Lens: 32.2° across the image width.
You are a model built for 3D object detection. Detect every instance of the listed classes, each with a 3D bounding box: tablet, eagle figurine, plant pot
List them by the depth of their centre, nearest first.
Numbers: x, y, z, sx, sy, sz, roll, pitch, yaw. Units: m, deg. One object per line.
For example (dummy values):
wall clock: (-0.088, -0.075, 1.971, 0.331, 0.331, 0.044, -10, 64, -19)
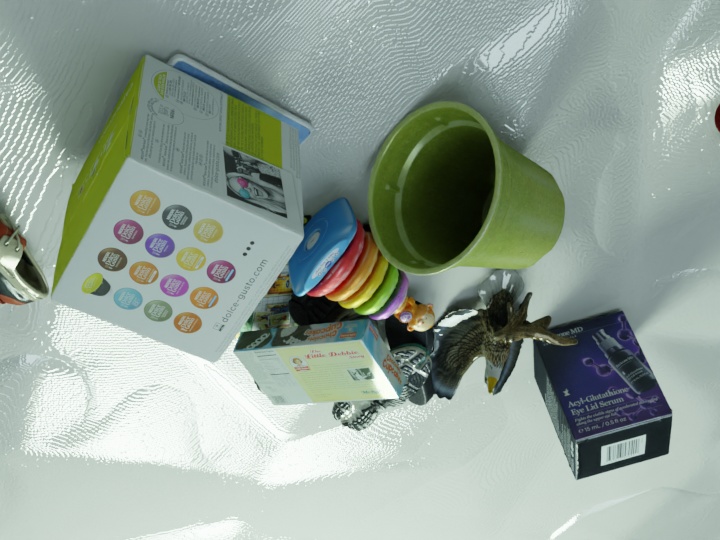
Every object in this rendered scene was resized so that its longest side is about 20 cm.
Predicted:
tablet: (-0.163, -0.158, 1.407, 0.199, 0.014, 0.130, 24, 124, -38)
plant pot: (0.141, -0.081, 1.485, 0.183, 0.202, 0.200, 12, 132, -45)
eagle figurine: (0.181, 0.106, 1.751, 0.152, 0.151, 0.200, 44, 154, -4)

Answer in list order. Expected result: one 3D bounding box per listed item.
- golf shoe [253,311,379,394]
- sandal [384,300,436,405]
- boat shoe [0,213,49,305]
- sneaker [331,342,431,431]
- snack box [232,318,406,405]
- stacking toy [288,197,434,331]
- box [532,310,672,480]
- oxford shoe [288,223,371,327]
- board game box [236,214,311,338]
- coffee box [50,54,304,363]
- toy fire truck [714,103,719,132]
golf shoe: (-0.060, 0.128, 1.690, 0.199, 0.095, 0.078, -33, 138, 19)
sandal: (0.075, 0.107, 1.744, 0.043, 0.076, 0.201, -42, 149, -30)
boat shoe: (-0.407, -0.027, 1.415, 0.062, 0.072, 0.201, 0, 144, 3)
sneaker: (0.027, 0.146, 1.734, 0.077, 0.080, 0.200, 37, 135, -15)
snack box: (-0.053, 0.120, 1.603, 0.198, 0.037, 0.117, -7, 134, 30)
stacking toy: (0.015, 0.018, 1.519, 0.199, 0.110, 0.116, 36, 105, -23)
box: (0.345, 0.178, 1.803, 0.146, 0.201, 0.105, -16, 139, -4)
oxford shoe: (0.000, 0.000, 1.606, 0.199, 0.073, 0.084, -36, 160, 15)
board game box: (-0.121, 0.011, 1.598, 0.103, 0.024, 0.201, -4, 136, -13)
coffee box: (-0.192, -0.064, 1.318, 0.196, 0.201, 0.200, 24, 124, -21)
toy fire truck: (0.544, -0.164, 1.530, 0.199, 0.169, 0.112, -38, 135, 22)
